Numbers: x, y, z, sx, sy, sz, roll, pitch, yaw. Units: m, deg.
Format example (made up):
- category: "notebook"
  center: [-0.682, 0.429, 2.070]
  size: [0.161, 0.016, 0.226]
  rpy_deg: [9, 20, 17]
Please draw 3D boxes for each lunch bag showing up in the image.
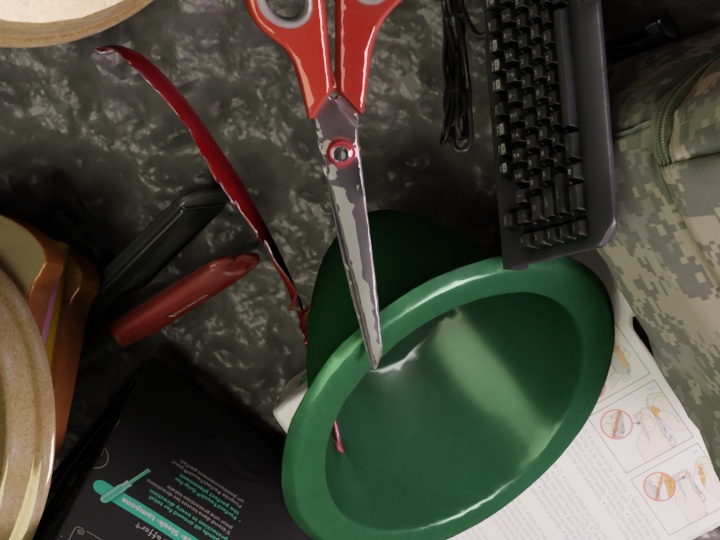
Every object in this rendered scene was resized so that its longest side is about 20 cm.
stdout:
- category: "lunch bag"
  center: [0.173, -0.008, 0.920]
  size: [0.168, 0.139, 0.200]
  rpy_deg: [-15, 109, 49]

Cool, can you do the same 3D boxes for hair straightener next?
- category: "hair straightener"
  center: [-0.132, 0.007, 1.139]
  size: [0.200, 0.041, 0.077]
  rpy_deg: [-35, 74, 41]

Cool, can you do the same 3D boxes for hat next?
- category: "hat"
  center: [0.000, 0.000, 1.025]
  size: [0.176, 0.165, 0.200]
  rpy_deg: [52, 155, 38]

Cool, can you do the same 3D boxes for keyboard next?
- category: "keyboard"
  center: [0.058, -0.100, 0.924]
  size: [0.127, 0.021, 0.200]
  rpy_deg: [-18, 74, 63]

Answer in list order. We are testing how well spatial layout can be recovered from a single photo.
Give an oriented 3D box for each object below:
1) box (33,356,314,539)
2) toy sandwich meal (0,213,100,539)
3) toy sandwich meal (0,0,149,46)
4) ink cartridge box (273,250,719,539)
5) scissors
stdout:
- category: "box"
  center: [-0.118, 0.173, 1.109]
  size: [0.124, 0.200, 0.149]
  rpy_deg: [35, 128, -9]
- category: "toy sandwich meal"
  center: [-0.197, 0.070, 1.112]
  size: [0.205, 0.070, 0.206]
  rpy_deg: [-3, 85, 40]
- category: "toy sandwich meal"
  center: [-0.146, -0.195, 0.960]
  size: [0.070, 0.205, 0.206]
  rpy_deg: [37, 142, 56]
- category: "ink cartridge box"
  center: [0.084, 0.074, 1.076]
  size: [0.200, 0.050, 0.161]
  rpy_deg: [-32, 102, 16]
- category: "scissors"
  center: [-0.016, -0.058, 0.884]
  size: [0.073, 0.014, 0.200]
  rpy_deg: [4, 109, -8]
